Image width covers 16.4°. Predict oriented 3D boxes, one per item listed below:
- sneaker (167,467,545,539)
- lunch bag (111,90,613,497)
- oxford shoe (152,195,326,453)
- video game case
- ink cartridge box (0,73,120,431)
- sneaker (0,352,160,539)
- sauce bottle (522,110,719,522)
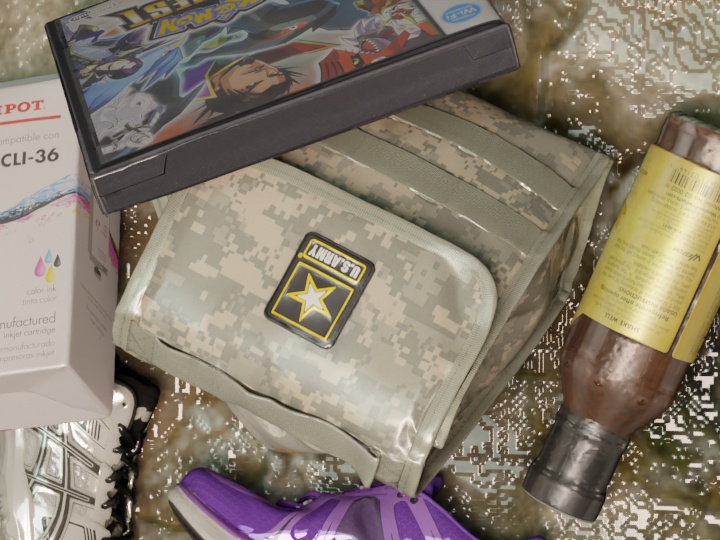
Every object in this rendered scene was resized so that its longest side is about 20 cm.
[{"bbox_3d":[0.002,0.135,1.254,0.199,0.081,0.084,17,78,6],"label":"sneaker"},{"bbox_3d":[0.000,0.000,1.169,0.163,0.200,0.118,26,136,13],"label":"lunch bag"},{"bbox_3d":[-0.063,0.008,1.264,0.058,0.075,0.201,-37,78,48],"label":"oxford shoe"},{"bbox_3d":[-0.043,-0.107,1.180,0.199,0.181,0.026,-20,121,-4],"label":"video game case"},{"bbox_3d":[-0.184,-0.024,1.252,0.116,0.068,0.201,-8,62,13],"label":"ink cartridge box"},{"bbox_3d":[-0.139,0.092,1.276,0.087,0.076,0.201,-18,87,14],"label":"sneaker"},{"bbox_3d":[0.136,0.023,1.211,0.064,0.065,0.201,27,96,12],"label":"sauce bottle"}]
